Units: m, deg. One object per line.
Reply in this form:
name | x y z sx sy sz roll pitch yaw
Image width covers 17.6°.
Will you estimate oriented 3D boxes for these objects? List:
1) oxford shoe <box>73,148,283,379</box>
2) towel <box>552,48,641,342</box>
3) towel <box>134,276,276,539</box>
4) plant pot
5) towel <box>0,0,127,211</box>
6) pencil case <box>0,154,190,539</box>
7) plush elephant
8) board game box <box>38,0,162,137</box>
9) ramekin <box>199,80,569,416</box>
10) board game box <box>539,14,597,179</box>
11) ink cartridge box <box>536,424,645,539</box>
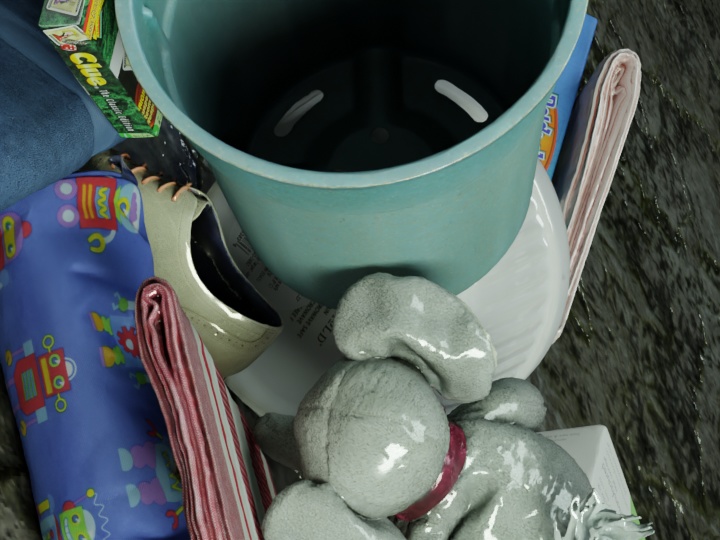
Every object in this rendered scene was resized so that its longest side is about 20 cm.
oxford shoe | -0.111 -0.034 1.145 0.200 0.074 0.071 53 27 -8
towel | 0.106 -0.016 1.416 0.032 0.200 0.191 23 66 -6
towel | -0.055 0.107 1.026 0.200 0.023 0.144 69 5 -61
plant pot | 0.003 -0.084 1.057 0.196 0.200 0.201 81 -1 -65
towel | -0.164 -0.083 1.051 0.112 0.049 0.200 37 28 6
pencil case | -0.119 0.052 1.061 0.087 0.078 0.200 5 66 -54
plush elephant | 0.020 0.096 1.065 0.155 0.200 0.165 35 66 -17
board game box | -0.096 -0.171 1.043 0.105 0.023 0.200 54 43 -61
ramekin | 0.000 0.000 1.229 0.105 0.200 0.200 -29 97 -57
board game box | 0.076 -0.048 1.425 0.045 0.152 0.200 24 58 -8
ink cartridge box | 0.102 0.193 1.256 0.200 0.067 0.117 -69 145 -49
